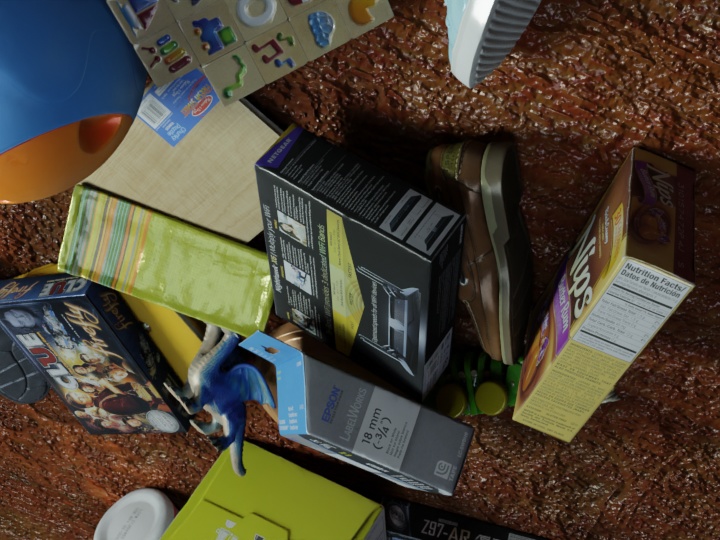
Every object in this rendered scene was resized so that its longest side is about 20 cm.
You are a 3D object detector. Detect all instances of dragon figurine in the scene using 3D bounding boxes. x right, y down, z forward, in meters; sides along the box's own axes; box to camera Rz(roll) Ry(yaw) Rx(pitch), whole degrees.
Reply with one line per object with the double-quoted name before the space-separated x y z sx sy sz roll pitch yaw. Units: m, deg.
"dragon figurine" -0.121 0.116 0.967 0.059 0.099 0.202 26 150 54

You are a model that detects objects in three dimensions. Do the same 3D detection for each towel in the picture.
"towel" -0.169 -0.005 0.889 0.196 0.018 0.087 20 116 2

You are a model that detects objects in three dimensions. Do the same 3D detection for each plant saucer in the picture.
"plant saucer" -0.014 0.127 0.995 0.196 0.033 0.203 11 137 10

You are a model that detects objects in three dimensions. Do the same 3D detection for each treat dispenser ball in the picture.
"treat dispenser ball" -0.243 -0.148 0.680 0.197 0.203 0.203 10 136 10

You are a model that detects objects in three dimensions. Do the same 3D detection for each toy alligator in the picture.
"toy alligator" 0.131 0.096 0.898 0.196 0.059 0.056 -9 89 28

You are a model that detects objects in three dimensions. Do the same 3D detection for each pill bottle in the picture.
"pill bottle" -0.243 0.376 1.271 0.107 0.110 0.202 -6 132 25

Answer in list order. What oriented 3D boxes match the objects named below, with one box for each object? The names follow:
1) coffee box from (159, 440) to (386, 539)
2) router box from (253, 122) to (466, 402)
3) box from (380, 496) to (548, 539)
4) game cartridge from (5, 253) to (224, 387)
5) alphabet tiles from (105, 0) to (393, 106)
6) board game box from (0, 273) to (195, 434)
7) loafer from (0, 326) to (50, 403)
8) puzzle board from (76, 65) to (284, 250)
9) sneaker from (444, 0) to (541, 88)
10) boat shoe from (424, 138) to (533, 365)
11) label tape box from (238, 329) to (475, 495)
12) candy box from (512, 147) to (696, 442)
"coffee box" -0.098 0.345 1.089 0.197 0.201 0.200 19 139 23
"router box" 0.000 0.000 0.792 0.156 0.052 0.202 30 150 20
"box" 0.108 0.344 1.155 0.196 0.044 0.162 13 136 8
"game cartridge" -0.245 0.056 1.014 0.197 0.033 0.177 -13 128 33
"alphabet tiles" -0.066 -0.203 0.633 0.197 0.006 0.168 -27 125 3
"board game box" -0.265 0.088 1.005 0.133 0.035 0.202 -5 131 27
"loafer" -0.385 0.057 1.056 0.071 0.063 0.202 -23 133 0
"puzzle board" -0.140 -0.082 0.845 0.150 0.018 0.199 39 133 -18
"sneaker" 0.073 -0.207 0.617 0.082 0.074 0.202 40 148 22
"boat shoe" 0.094 -0.014 0.793 0.067 0.072 0.203 5 126 22
"label tape box" -0.019 0.126 0.868 0.197 0.064 0.144 24 166 -9
"candy box" 0.180 0.023 0.756 0.055 0.118 0.202 21 136 -2
